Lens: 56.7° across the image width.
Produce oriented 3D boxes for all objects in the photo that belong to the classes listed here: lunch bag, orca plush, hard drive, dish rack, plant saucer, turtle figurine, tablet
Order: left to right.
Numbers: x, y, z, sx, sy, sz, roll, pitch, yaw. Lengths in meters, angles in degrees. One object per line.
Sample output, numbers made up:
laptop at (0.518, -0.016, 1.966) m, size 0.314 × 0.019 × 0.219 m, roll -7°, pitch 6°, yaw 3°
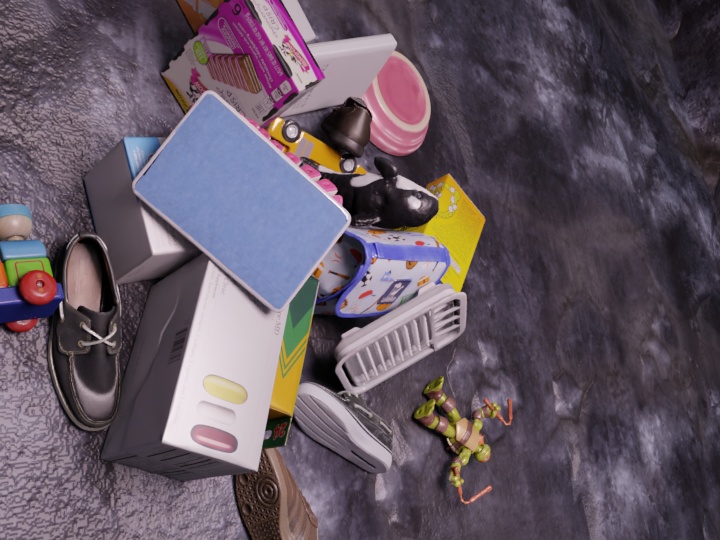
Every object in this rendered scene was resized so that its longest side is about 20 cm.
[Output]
tablet at (-0.119, -0.069, 0.682) m, size 0.199 × 0.014 × 0.131 m, roll 40°, pitch 86°, yaw -10°
hard drive at (-0.047, -0.290, 0.998) m, size 0.198 × 0.132 × 0.027 m, roll -25°, pitch 76°, yaw -41°
lunch bag at (0.000, 0.000, 0.898) m, size 0.167 × 0.197 × 0.128 m, roll 1°, pitch 80°, yaw -44°
orca plush at (0.000, -0.094, 0.869) m, size 0.196 × 0.106 × 0.072 m, roll 29°, pitch 49°, yaw 8°
plant saucer at (0.057, -0.307, 1.178) m, size 0.197 × 0.050 × 0.206 m, roll 18°, pitch 62°, yaw -38°
dish rack at (0.052, 0.090, 0.915) m, size 0.197 × 0.173 × 0.044 m, roll -30°, pitch 65°, yaw -6°
turtle figurine at (0.162, 0.248, 1.066) m, size 0.161 × 0.064 × 0.201 m, roll 46°, pitch 57°, yaw -12°

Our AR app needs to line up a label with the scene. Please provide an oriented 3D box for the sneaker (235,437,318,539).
sneaker at (-0.094, 0.298, 0.810) m, size 0.075 × 0.069 × 0.206 m, roll -9°, pitch 85°, yaw -64°

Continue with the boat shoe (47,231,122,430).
boat shoe at (-0.283, 0.062, 0.695) m, size 0.070 × 0.067 × 0.206 m, roll -1°, pitch 79°, yaw -38°

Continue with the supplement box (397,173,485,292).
supplement box at (0.111, -0.038, 1.089) m, size 0.110 × 0.108 × 0.203 m, roll 45°, pitch 48°, yaw -22°

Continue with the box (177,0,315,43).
box at (-0.172, -0.375, 0.925) m, size 0.097 × 0.123 × 0.203 m, roll -36°, pitch 100°, yaw -44°

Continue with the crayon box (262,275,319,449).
crayon box at (-0.119, 0.108, 0.797) m, size 0.050 × 0.125 × 0.205 m, roll 28°, pitch 56°, yaw -32°

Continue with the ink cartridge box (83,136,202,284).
ink cartridge box at (-0.197, -0.074, 0.788) m, size 0.197 × 0.124 × 0.132 m, roll -12°, pitch 83°, yaw -45°

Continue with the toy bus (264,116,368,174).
toy bus at (-0.070, -0.153, 0.971) m, size 0.197 × 0.065 × 0.080 m, roll 24°, pitch 93°, yaw -36°

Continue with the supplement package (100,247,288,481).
supplement package at (-0.174, 0.108, 0.722) m, size 0.109 × 0.154 × 0.205 m, roll 27°, pitch 57°, yaw -33°

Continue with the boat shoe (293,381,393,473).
boat shoe at (-0.024, 0.201, 0.908) m, size 0.201 × 0.071 × 0.072 m, roll 49°, pitch 37°, yaw -33°

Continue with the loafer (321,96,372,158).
loafer at (-0.009, -0.220, 1.000) m, size 0.072 × 0.072 × 0.201 m, roll 29°, pitch 13°, yaw -18°

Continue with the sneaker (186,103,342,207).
sneaker at (-0.118, -0.101, 0.736) m, size 0.198 × 0.088 × 0.074 m, roll 37°, pitch 22°, yaw -3°

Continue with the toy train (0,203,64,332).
toy train at (-0.388, -0.001, 0.612) m, size 0.197 × 0.084 × 0.118 m, roll -7°, pitch 69°, yaw -45°

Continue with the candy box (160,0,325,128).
candy box at (-0.153, -0.246, 0.841) m, size 0.061 × 0.198 × 0.138 m, roll -40°, pitch 101°, yaw -44°
